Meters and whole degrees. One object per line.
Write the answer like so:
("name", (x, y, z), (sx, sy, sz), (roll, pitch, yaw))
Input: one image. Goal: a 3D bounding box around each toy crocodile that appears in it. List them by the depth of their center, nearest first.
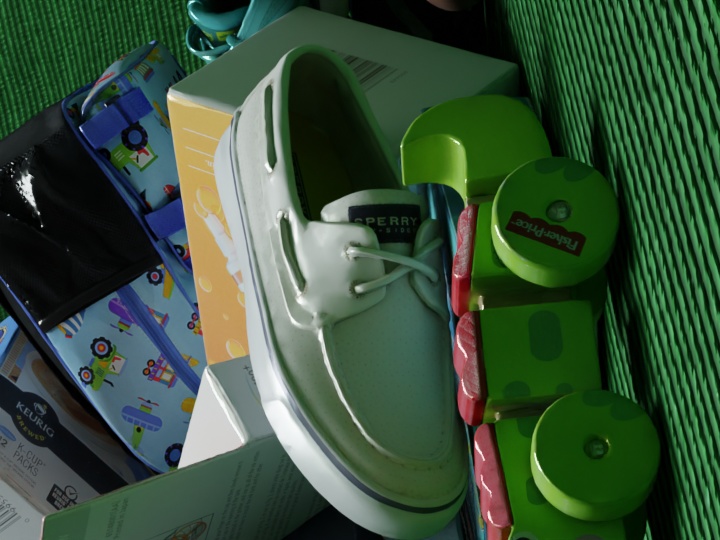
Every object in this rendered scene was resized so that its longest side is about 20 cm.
("toy crocodile", (0.053, 0.034, 0.620), (0.068, 0.062, 0.200), (85, 178, -66))

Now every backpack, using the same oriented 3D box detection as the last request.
("backpack", (-0.107, 0.001, 1.051), (0.200, 0.134, 0.183), (55, -169, -6))

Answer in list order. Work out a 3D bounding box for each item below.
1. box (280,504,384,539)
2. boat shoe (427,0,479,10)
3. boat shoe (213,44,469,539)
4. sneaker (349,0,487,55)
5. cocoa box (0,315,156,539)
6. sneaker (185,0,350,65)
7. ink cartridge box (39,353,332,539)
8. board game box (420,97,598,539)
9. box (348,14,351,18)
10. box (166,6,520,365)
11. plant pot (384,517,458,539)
("box", (-0.028, 0.228, 0.808), (0.182, 0.200, 0.104), (52, -173, -11))
("boat shoe", (0.011, -0.191, 0.862), (0.070, 0.070, 0.200), (90, 167, -48))
("boat shoe", (-0.001, 0.000, 0.740), (0.070, 0.071, 0.200), (-58, 38, 43))
("sneaker", (0.041, -0.084, 0.971), (0.083, 0.071, 0.200), (-162, 66, -67))
("cocoa box", (-0.165, 0.143, 1.104), (0.200, 0.133, 0.131), (45, -149, -17))
("sneaker", (-0.051, -0.113, 0.959), (0.077, 0.080, 0.200), (22, 125, 39))
("ink cartridge box", (-0.068, 0.112, 0.844), (0.045, 0.176, 0.200), (58, 149, 29))
("board game box", (0.060, 0.053, 0.782), (0.151, 0.047, 0.200), (-99, 2, -64))
("box", (-0.015, -0.055, 1.185), (0.198, 0.050, 0.200), (12, -111, -80))
("box", (0.000, 0.000, 0.915), (0.097, 0.124, 0.200), (-39, -45, -39))
("plant pot", (-0.011, 0.252, 0.985), (0.196, 0.200, 0.197), (-140, 44, -75))
